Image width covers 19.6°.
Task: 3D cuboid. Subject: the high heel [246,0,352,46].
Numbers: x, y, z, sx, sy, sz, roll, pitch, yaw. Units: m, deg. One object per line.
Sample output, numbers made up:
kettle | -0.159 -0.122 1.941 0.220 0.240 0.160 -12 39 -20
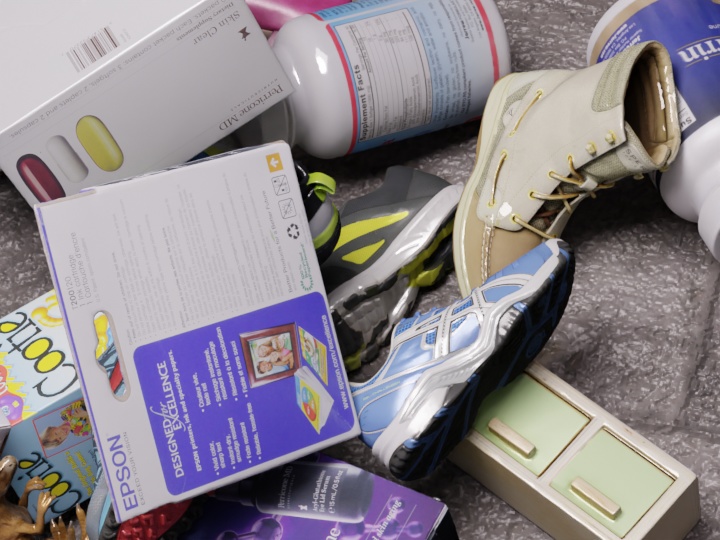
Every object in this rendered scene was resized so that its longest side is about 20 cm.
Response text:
high heel | -0.108 -0.222 1.662 0.200 0.067 0.096 33 77 6

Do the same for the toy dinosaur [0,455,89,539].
toy dinosaur | -0.225 0.206 1.398 0.060 0.201 0.106 10 26 40

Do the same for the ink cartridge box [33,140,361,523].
ink cartridge box | -0.105 0.034 1.288 0.200 0.199 0.043 -17 4 -41

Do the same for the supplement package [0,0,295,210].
supplement package | -0.176 -0.146 1.453 0.200 0.111 0.156 -34 45 -1

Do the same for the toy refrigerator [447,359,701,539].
toy refrigerator | 0.126 0.121 1.395 0.200 0.070 0.076 36 70 29

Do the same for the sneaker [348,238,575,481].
sneaker | 0.066 0.044 1.374 0.077 0.076 0.200 35 67 27

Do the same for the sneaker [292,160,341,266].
sneaker | -0.109 -0.042 1.410 0.199 0.083 0.072 -8 45 13

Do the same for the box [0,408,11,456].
box | -0.337 0.122 1.412 0.096 0.200 0.177 -5 45 -40

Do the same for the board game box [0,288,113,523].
board game box | -0.175 0.069 1.464 0.200 0.105 0.103 -30 46 -8

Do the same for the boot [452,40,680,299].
boot | 0.146 -0.058 1.452 0.154 0.072 0.201 -11 62 49

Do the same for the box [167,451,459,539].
box | -0.052 0.199 1.361 0.199 0.104 0.148 19 64 22

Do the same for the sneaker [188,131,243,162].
sneaker | -0.140 -0.087 1.599 0.105 0.076 0.200 -38 56 9

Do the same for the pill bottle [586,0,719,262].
pill bottle | 0.251 -0.106 1.489 0.115 0.116 0.200 -23 56 -3

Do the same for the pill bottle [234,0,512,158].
pill bottle | 0.004 -0.146 1.544 0.199 0.109 0.109 -16 54 -17

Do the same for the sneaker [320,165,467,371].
sneaker | 0.000 0.000 1.508 0.085 0.075 0.200 31 59 34

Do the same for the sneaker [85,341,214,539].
sneaker | -0.138 0.094 1.351 0.095 0.079 0.201 -1 61 39
